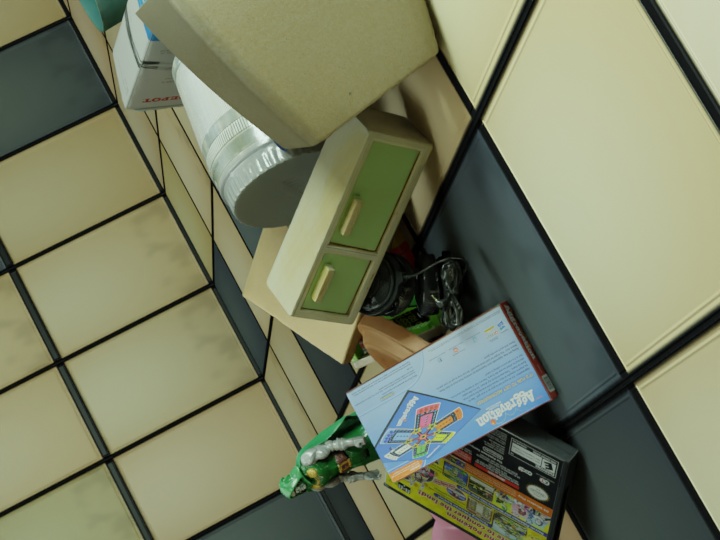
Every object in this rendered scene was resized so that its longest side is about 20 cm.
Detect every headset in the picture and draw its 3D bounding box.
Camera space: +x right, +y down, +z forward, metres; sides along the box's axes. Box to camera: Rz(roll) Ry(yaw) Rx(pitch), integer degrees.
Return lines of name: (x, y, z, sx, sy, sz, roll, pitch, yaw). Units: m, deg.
headset: (0.049, 0.027, 1.583, 0.200, 0.123, 0.094, 155, 113, -63)

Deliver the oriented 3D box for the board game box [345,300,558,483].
board game box: (0.085, 0.120, 1.540, 0.019, 0.200, 0.103, -17, -103, -59)

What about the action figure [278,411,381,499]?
action figure: (-0.004, 0.202, 1.811, 0.055, 0.200, 0.118, 49, 163, 47)

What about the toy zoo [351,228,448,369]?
toy zoo: (0.000, 0.000, 1.763, 0.200, 0.131, 0.020, 61, -147, -7)

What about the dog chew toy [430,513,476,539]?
dog chew toy: (0.128, 0.258, 1.795, 0.125, 0.124, 0.201, -154, 46, -72)

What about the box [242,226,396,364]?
box: (-0.043, -0.024, 1.735, 0.163, 0.021, 0.201, 32, 115, 31)

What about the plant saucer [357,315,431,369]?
plant saucer: (0.078, 0.115, 1.676, 0.200, 0.032, 0.200, 34, 171, 6)

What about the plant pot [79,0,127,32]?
plant pot: (-0.300, -0.427, 2.031, 0.201, 0.161, 0.201, 60, 169, 20)

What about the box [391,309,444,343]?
box: (0.074, 0.120, 1.895, 0.200, 0.044, 0.161, 44, 158, 58)

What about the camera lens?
camera lens: (-0.097, -0.166, 1.656, 0.160, 0.159, 0.200, 88, 161, -66)

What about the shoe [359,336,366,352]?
shoe: (-0.006, -0.004, 1.819, 0.091, 0.071, 0.201, 176, 88, -77)

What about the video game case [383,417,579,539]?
video game case: (0.116, 0.199, 1.607, 0.200, 0.025, 0.181, 27, 137, 23)

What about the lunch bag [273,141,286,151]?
lunch bag: (-0.074, -0.235, 1.519, 0.200, 0.132, 0.136, 54, 170, 17)

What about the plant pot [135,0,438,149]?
plant pot: (-0.050, -0.212, 1.349, 0.177, 0.200, 0.200, 54, 171, -11)

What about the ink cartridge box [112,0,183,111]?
ink cartridge box: (-0.183, -0.265, 1.765, 0.200, 0.146, 0.086, 129, 128, -61)

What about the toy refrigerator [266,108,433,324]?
toy refrigerator: (-0.011, -0.050, 1.518, 0.070, 0.076, 0.200, 50, 123, 48)
